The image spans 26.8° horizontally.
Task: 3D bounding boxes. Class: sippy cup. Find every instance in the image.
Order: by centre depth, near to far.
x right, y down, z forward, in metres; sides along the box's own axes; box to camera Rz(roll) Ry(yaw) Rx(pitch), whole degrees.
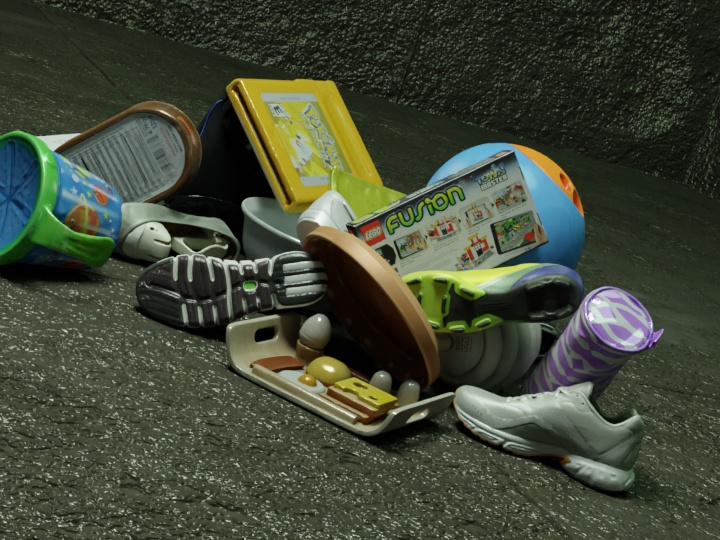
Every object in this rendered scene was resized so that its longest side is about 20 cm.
[{"bbox_3d":[-0.324,-0.061,1.573,0.130,0.139,0.179,20,47,-49],"label":"sippy cup"}]

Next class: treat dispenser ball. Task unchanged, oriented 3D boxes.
[{"bbox_3d":[0.164,-0.049,1.773,0.199,0.203,0.201,18,13,-4],"label":"treat dispenser ball"}]

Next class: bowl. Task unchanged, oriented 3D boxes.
[{"bbox_3d":[-0.060,-0.010,1.797,0.199,0.091,0.201,19,13,-5],"label":"bowl"}]

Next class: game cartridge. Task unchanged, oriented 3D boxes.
[{"bbox_3d":[-0.062,-0.158,1.872,0.199,0.032,0.178,-10,71,-53],"label":"game cartridge"}]

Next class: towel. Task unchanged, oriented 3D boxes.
[{"bbox_3d":[0.051,-0.064,1.854,0.198,0.018,0.087,19,44,-23],"label":"towel"}]

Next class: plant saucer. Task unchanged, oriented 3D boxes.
[{"bbox_3d":[0.015,0.036,1.566,0.200,0.032,0.201,46,-17,19],"label":"plant saucer"}]

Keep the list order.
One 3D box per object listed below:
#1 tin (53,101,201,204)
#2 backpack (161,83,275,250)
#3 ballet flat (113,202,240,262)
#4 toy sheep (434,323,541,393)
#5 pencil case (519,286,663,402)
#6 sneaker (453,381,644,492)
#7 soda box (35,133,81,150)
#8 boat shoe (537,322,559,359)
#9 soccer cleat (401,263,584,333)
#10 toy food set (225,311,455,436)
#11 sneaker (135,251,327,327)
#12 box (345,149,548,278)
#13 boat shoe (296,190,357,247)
[{"bbox_3d":[-0.278,-0.119,1.742,0.113,0.199,0.042,63,16,-4],"label":"tin"},{"bbox_3d":[-0.139,-0.116,1.939,0.190,0.201,0.154,34,17,-6],"label":"backpack"},{"bbox_3d":[-0.220,-0.036,1.738,0.199,0.068,0.064,5,30,-44],"label":"ballet flat"},{"bbox_3d":[0.125,0.073,1.652,0.137,0.139,0.199,26,22,29],"label":"toy sheep"},{"bbox_3d":[0.233,0.101,1.569,0.085,0.201,0.084,37,55,9],"label":"pencil case"},{"bbox_3d":[0.194,0.144,1.529,0.198,0.093,0.076,21,13,9],"label":"sneaker"},{"bbox_3d":[-0.362,-0.134,1.928,0.068,0.064,0.200,23,13,14],"label":"soda box"},{"bbox_3d":[0.169,0.066,1.859,0.199,0.073,0.063,16,9,-33],"label":"boat shoe"},{"bbox_3d":[0.133,0.026,1.576,0.198,0.065,0.084,-2,13,8],"label":"soccer cleat"},{"bbox_3d":[-0.019,0.096,1.493,0.199,0.061,0.143,24,14,23],"label":"toy food set"},{"bbox_3d":[-0.135,0.028,1.598,0.198,0.077,0.116,-2,-11,-4],"label":"sneaker"},{"bbox_3d":[0.095,-0.041,1.633,0.199,0.111,0.035,-25,11,-11],"label":"box"},{"bbox_3d":[0.000,0.000,1.676,0.072,0.069,0.201,-10,-56,48],"label":"boat shoe"}]
